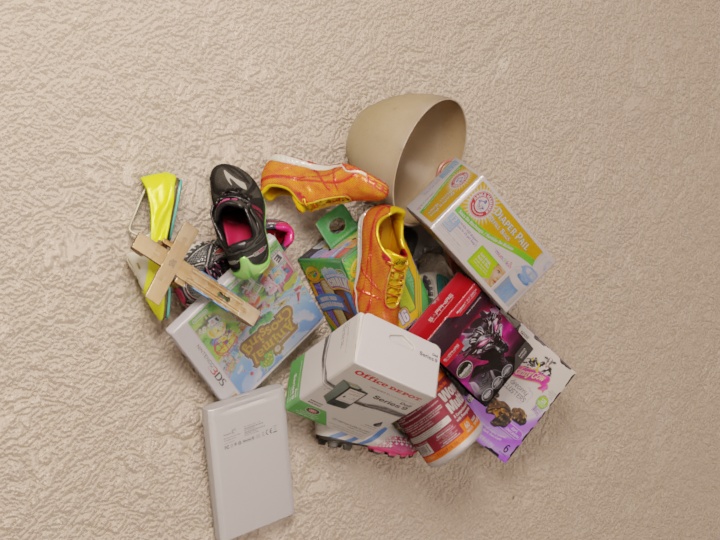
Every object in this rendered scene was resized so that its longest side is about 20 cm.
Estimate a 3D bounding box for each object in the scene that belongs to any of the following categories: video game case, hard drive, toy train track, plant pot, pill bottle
[{"bbox_3d":[-0.158,0.077,1.502,0.200,0.022,0.183,-44,133,-16],"label":"video game case"},{"bbox_3d":[-0.162,0.279,1.537,0.131,0.026,0.203,-14,108,-36],"label":"hard drive"},{"bbox_3d":[-0.222,0.014,1.410,0.199,0.032,0.116,35,69,-23],"label":"toy train track"},{"bbox_3d":[0.055,-0.185,1.619,0.200,0.133,0.203,-39,141,-40],"label":"plant pot"},{"bbox_3d":[0.096,0.199,1.663,0.109,0.109,0.201,-36,91,-30],"label":"pill bottle"}]

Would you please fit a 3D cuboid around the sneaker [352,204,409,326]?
[{"bbox_3d":[0.034,0.007,1.509,0.072,0.077,0.204,-7,96,-38],"label":"sneaker"}]

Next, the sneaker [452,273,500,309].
[{"bbox_3d":[0.198,0.054,1.777,0.199,0.075,0.089,9,98,-57],"label":"sneaker"}]

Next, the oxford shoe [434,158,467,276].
[{"bbox_3d":[0.141,-0.083,1.647,0.070,0.074,0.203,-14,115,-12],"label":"oxford shoe"}]

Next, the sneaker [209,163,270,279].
[{"bbox_3d":[-0.168,-0.083,1.451,0.076,0.202,0.084,-21,141,-1],"label":"sneaker"}]

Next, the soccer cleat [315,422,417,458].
[{"bbox_3d":[0.019,0.244,1.660,0.198,0.069,0.088,16,83,-36],"label":"soccer cleat"}]

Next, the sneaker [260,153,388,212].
[{"bbox_3d":[-0.052,-0.116,1.527,0.073,0.197,0.078,39,61,-63],"label":"sneaker"}]

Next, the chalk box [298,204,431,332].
[{"bbox_3d":[0.000,0.000,1.605,0.124,0.123,0.202,-37,112,-30],"label":"chalk box"}]

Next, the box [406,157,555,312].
[{"bbox_3d":[0.180,-0.054,1.572,0.113,0.101,0.200,-45,118,1],"label":"box"}]

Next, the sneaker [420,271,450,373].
[{"bbox_3d":[0.126,0.104,1.737,0.079,0.077,0.204,-1,92,-46],"label":"sneaker"}]

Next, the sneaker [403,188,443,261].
[{"bbox_3d":[0.114,-0.033,1.730,0.199,0.075,0.116,38,74,-20],"label":"sneaker"}]

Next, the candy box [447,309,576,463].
[{"bbox_3d":[0.242,0.196,1.785,0.167,0.071,0.201,39,90,-30],"label":"candy box"}]

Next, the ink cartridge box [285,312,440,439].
[{"bbox_3d":[0.002,0.156,1.520,0.144,0.200,0.085,24,54,-22],"label":"ink cartridge box"}]

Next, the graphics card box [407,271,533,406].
[{"bbox_3d":[0.173,0.110,1.636,0.126,0.051,0.200,-49,130,-5],"label":"graphics card box"}]

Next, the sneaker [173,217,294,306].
[{"bbox_3d":[-0.183,-0.020,1.500,0.199,0.074,0.081,-38,112,-29],"label":"sneaker"}]

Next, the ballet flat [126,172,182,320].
[{"bbox_3d":[-0.285,-0.035,1.438,0.066,0.067,0.204,6,85,-15],"label":"ballet flat"}]
